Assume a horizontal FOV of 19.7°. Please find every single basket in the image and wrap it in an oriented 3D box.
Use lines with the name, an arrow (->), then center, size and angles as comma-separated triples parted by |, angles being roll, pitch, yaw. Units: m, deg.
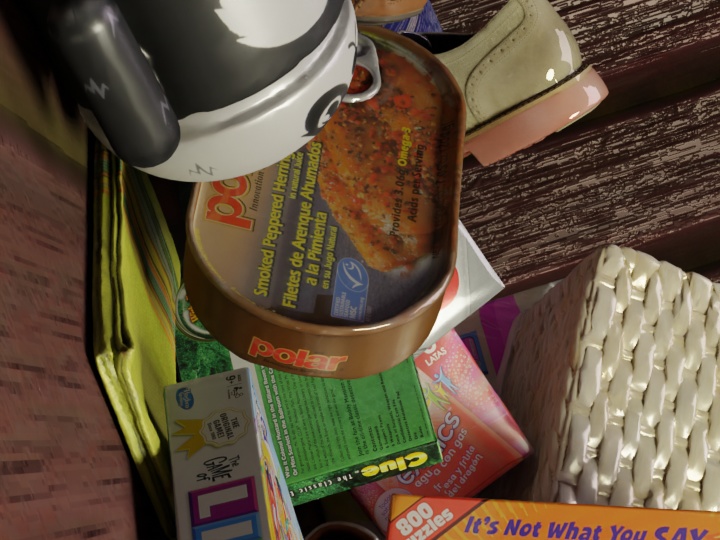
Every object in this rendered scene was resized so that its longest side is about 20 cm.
basket -> 0.177, 0.115, 1.178 | 0.161, 0.197, 0.201 | 126, -19, -64

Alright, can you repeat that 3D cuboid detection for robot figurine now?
robot figurine -> -0.072, -0.128, 0.800 | 0.125, 0.150, 0.201 | 35, -26, 46

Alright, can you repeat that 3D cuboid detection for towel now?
towel -> -0.085, 0.016, 0.827 | 0.200, 0.018, 0.086 | -102, 173, -61

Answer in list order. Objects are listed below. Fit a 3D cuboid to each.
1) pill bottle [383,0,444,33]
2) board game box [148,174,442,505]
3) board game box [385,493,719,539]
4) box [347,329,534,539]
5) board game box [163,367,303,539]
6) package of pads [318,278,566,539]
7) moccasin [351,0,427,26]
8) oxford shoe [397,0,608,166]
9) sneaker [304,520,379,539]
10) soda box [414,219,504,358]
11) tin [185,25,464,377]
pill bottle -> -0.013, -0.119, 1.088 | 0.200, 0.111, 0.112 | 56, 16, -63
board game box -> -0.037, 0.011, 0.931 | 0.024, 0.104, 0.201 | 75, 0, -56
board game box -> 0.115, 0.239, 0.982 | 0.200, 0.198, 0.201 | 67, 27, -60
box -> 0.015, 0.075, 1.187 | 0.103, 0.094, 0.200 | 56, -4, -8
board game box -> -0.031, 0.151, 0.732 | 0.201, 0.034, 0.135 | -102, 178, -49
package of pads -> 0.062, 0.107, 1.333 | 0.068, 0.199, 0.155 | -12, 85, -69
moccasin -> -0.057, -0.166, 0.948 | 0.073, 0.201, 0.078 | -19, 119, -47
oxford shoe -> 0.023, -0.078, 1.011 | 0.074, 0.199, 0.071 | 62, 30, -8
sneaker -> 0.007, 0.174, 1.126 | 0.200, 0.072, 0.085 | 40, 35, -83
soda box -> 0.000, 0.000, 1.102 | 0.064, 0.068, 0.200 | 55, -14, -12
tin -> -0.015, -0.035, 0.888 | 0.201, 0.111, 0.042 | -82, -172, -47
